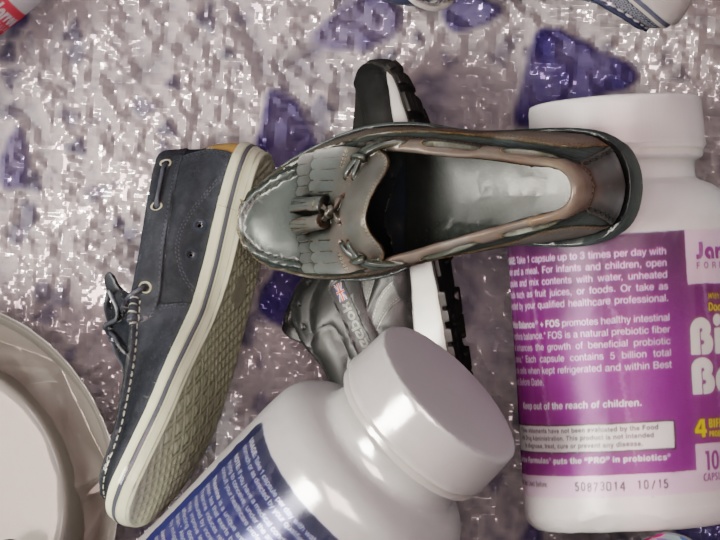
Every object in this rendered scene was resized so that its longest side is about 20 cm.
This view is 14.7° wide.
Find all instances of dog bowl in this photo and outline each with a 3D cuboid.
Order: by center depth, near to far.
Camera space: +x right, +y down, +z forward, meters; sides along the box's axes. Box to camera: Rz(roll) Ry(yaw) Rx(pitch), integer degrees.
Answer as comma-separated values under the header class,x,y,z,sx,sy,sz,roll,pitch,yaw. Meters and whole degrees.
class,x,y,z,sx,sy,sz,roll,pitch,yaw
dog bowl,-0.210,0.113,1.361,0.199,0.059,0.201,0,89,3

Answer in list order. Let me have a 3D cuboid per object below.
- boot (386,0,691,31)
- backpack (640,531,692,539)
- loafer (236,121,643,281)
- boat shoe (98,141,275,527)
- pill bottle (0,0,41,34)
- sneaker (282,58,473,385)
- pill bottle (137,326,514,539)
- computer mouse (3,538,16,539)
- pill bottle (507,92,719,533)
class,x,y,z,sx,sy,sz,roll,pitch,yaw
boot,0.057,-0.154,1.350,0.200,0.073,0.090,36,98,12
backpack,0.115,0.226,1.277,0.150,0.177,0.200,-28,88,-27
loafer,0.026,-0.034,1.265,0.199,0.063,0.072,-7,90,26
boat shoe,-0.094,0.028,1.333,0.062,0.075,0.201,10,68,13
pill bottle,-0.221,-0.145,1.343,0.200,0.109,0.109,-37,87,3
sneaker,0.000,0.000,1.344,0.087,0.076,0.201,-8,88,9
pill bottle,-0.025,0.123,1.287,0.111,0.111,0.200,45,109,4
computer mouse,-0.110,0.202,1.326,0.059,0.034,0.200,-48,113,-9
pill bottle,0.126,0.020,1.313,0.112,0.112,0.201,-4,89,4
